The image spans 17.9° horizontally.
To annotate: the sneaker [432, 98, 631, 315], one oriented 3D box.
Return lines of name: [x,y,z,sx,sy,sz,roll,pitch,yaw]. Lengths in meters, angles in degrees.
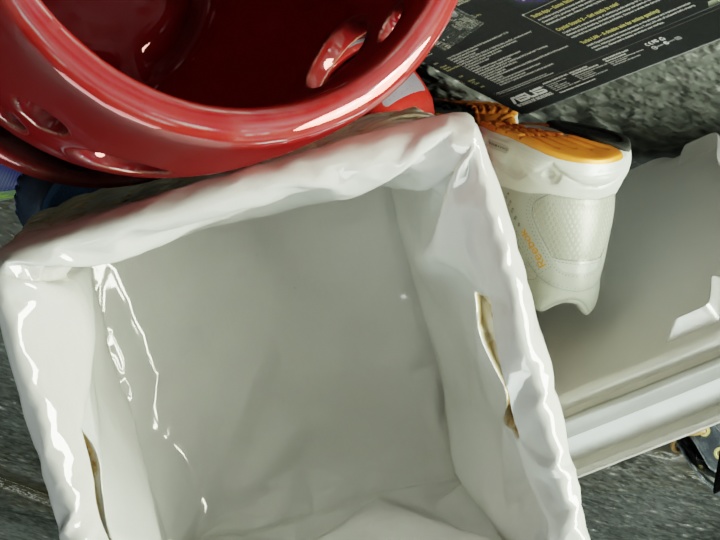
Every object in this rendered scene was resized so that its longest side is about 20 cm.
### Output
sneaker: [0.053,-0.031,1.087,0.075,0.093,0.200,0,-168,-25]

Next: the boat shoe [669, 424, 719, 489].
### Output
boat shoe: [0.196,0.078,1.363,0.199,0.092,0.071,14,159,-3]

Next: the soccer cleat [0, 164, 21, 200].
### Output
soccer cleat: [-0.214,-0.056,1.148,0.199,0.065,0.083,-4,162,42]

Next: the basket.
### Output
basket: [-0.031,0.050,0.931,0.198,0.200,0.161,-16,-171,-4]

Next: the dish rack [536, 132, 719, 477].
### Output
dish rack: [0.125,0.010,1.079,0.171,0.201,0.044,-25,117,25]

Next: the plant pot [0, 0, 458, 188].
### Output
plant pot: [-0.080,-0.126,0.851,0.199,0.202,0.182,20,163,-19]

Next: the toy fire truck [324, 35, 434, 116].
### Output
toy fire truck: [0.000,0.000,1.068,0.141,0.049,0.201,39,128,20]

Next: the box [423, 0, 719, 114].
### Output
box: [0.072,-0.137,0.951,0.159,0.044,0.199,24,156,-28]

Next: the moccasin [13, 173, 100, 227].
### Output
moccasin: [-0.094,-0.060,1.076,0.068,0.199,0.081,37,125,23]

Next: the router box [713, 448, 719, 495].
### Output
router box: [0.243,0.020,1.096,0.052,0.158,0.200,17,160,-11]
